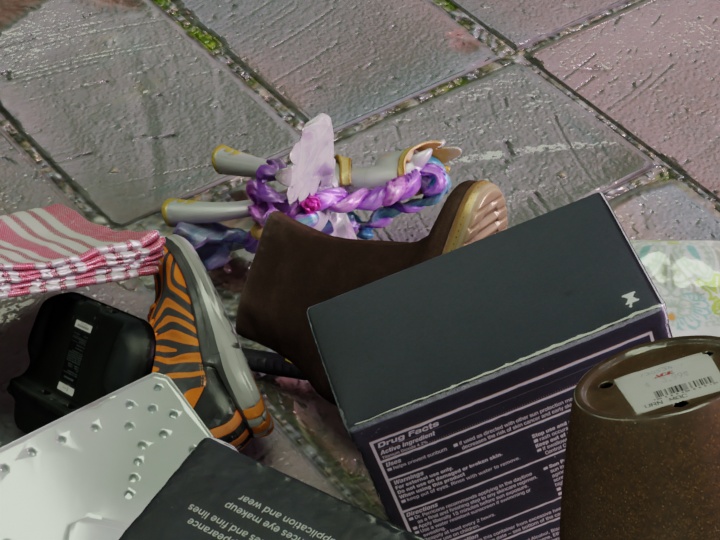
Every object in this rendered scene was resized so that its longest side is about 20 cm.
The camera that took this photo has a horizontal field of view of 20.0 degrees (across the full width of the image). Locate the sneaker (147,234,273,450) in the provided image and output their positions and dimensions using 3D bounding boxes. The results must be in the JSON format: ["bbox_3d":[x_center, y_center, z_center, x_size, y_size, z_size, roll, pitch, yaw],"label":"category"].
[{"bbox_3d":[-0.142,0.058,1.423,0.112,0.078,0.200,-24,43,-3],"label":"sneaker"}]

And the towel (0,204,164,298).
[{"bbox_3d":[-0.254,-0.015,1.410,0.200,0.030,0.146,-10,19,-41],"label":"towel"}]

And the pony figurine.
[{"bbox_3d":[-0.039,-0.048,1.510,0.200,0.167,0.193,-5,24,24],"label":"pony figurine"}]

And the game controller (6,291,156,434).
[{"bbox_3d":[-0.185,0.073,1.361,0.200,0.042,0.104,15,81,63],"label":"game controller"}]

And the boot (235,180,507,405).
[{"bbox_3d":[0.000,0.000,1.351,0.166,0.200,0.072,33,29,26],"label":"boot"}]

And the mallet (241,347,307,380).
[{"bbox_3d":[-0.015,0.068,1.449,0.200,0.041,0.066,15,43,26],"label":"mallet"}]

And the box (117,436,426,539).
[{"bbox_3d":[-0.051,0.220,1.045,0.196,0.118,0.200,21,55,32],"label":"box"}]

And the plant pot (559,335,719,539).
[{"bbox_3d":[0.178,0.142,1.049,0.187,0.200,0.187,-14,20,5],"label":"plant pot"}]

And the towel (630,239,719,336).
[{"bbox_3d":[0.246,0.051,1.436,0.171,0.048,0.200,2,41,8],"label":"towel"}]

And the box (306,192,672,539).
[{"bbox_3d":[0.097,0.087,1.261,0.200,0.199,0.123,-21,42,0],"label":"box"}]

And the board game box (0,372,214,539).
[{"bbox_3d":[-0.147,0.178,1.187,0.200,0.026,0.200,-26,63,-27],"label":"board game box"}]
